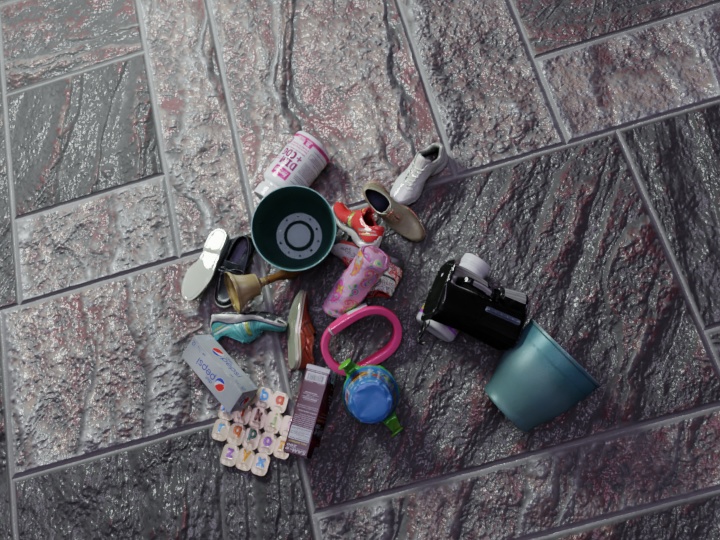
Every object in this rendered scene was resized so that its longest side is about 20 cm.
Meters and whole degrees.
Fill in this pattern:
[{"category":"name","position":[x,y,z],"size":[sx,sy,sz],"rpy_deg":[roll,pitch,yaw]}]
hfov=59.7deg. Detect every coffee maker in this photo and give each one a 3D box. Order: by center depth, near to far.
[{"category":"coffee maker","position":[0.244,0.101,1.374],"size":[0.199,0.135,0.193],"rpy_deg":[25,99,-7]}]

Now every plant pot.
[{"category":"plant pot","position":[0.381,0.242,1.366],"size":[0.188,0.200,0.200],"rpy_deg":[-47,72,8]},{"category":"plant pot","position":[-0.155,-0.093,1.529],"size":[0.199,0.161,0.202],"rpy_deg":[0,86,-1]}]

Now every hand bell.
[{"category":"hand bell","position":[-0.227,0.024,1.561],"size":[0.199,0.104,0.105],"rpy_deg":[-19,70,-24]}]

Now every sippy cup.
[{"category":"sippy cup","position":[0.023,0.286,1.411],"size":[0.177,0.130,0.141],"rpy_deg":[16,88,2]}]

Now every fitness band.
[{"category":"fitness band","position":[0.003,0.164,1.477],"size":[0.199,0.037,0.144],"rpy_deg":[-31,107,0]}]

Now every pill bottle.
[{"category":"pill bottle","position":[0.225,0.060,1.479],"size":[0.104,0.104,0.201],"rpy_deg":[32,80,16]},{"category":"pill bottle","position":[-0.178,-0.251,1.626],"size":[0.113,0.113,0.200],"rpy_deg":[34,81,16]}]

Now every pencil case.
[{"category":"pencil case","position":[-0.010,0.034,1.479],"size":[0.087,0.087,0.200],"rpy_deg":[46,123,18]}]

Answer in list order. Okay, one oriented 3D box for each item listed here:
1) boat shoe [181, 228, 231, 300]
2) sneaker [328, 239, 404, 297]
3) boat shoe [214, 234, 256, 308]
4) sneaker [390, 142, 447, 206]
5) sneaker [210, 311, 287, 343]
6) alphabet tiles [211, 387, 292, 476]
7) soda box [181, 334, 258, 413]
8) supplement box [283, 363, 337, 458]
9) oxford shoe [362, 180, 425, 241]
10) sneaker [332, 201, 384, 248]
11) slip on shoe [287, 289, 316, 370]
[{"category":"boat shoe","position":[-0.388,-0.007,1.607],"size":[0.072,0.062,0.201],"rpy_deg":[19,75,18]},{"category":"sneaker","position":[0.000,0.000,1.549],"size":[0.200,0.067,0.109],"rpy_deg":[17,74,10]},{"category":"boat shoe","position":[-0.324,-0.002,1.598],"size":[0.074,0.062,0.201],"rpy_deg":[19,78,11]},{"category":"sneaker","position":[0.142,-0.252,1.589],"size":[0.078,0.099,0.200],"rpy_deg":[37,81,17]},{"category":"sneaker","position":[-0.275,0.142,1.554],"size":[0.198,0.077,0.080],"rpy_deg":[-1,92,12]},{"category":"alphabet tiles","position":[-0.251,0.378,1.497],"size":[0.199,0.015,0.197],"rpy_deg":[12,76,12]},{"category":"soda box","position":[-0.338,0.244,1.504],"size":[0.200,0.063,0.068],"rpy_deg":[42,107,23]},{"category":"supplement box","position":[-0.113,0.326,1.444],"size":[0.060,0.109,0.201],"rpy_deg":[13,76,11]},{"category":"oxford shoe","position":[0.078,-0.138,1.552],"size":[0.200,0.074,0.071],"rpy_deg":[39,109,-5]},{"category":"sneaker","position":[0.001,-0.124,1.551],"size":[0.200,0.077,0.085],"rpy_deg":[46,116,42]},{"category":"slip on shoe","position":[-0.140,0.145,1.532],"size":[0.061,0.074,0.201],"rpy_deg":[9,64,-25]}]
